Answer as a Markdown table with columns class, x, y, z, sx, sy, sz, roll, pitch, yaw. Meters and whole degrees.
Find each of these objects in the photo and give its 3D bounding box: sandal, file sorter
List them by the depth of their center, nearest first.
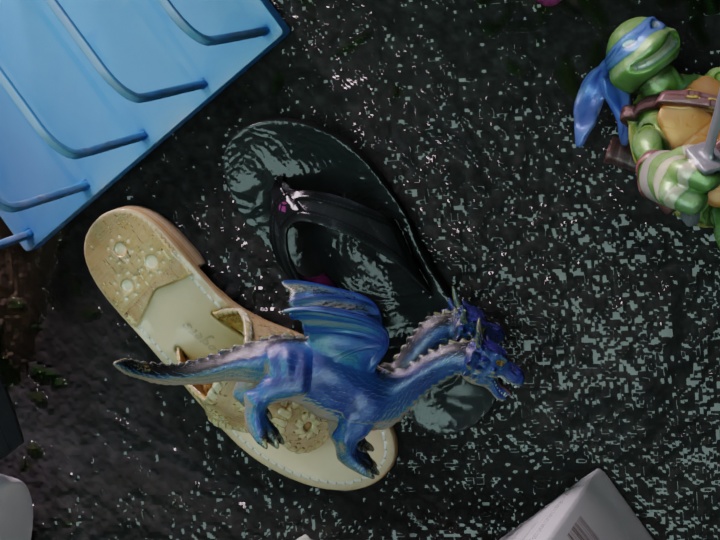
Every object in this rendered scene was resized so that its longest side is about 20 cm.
| class | x | y | z | sx | sy | sz | roll | pitch | yaw |
| --- | --- | --- | --- | --- | --- | --- | --- | --- | --- |
| file sorter | -0.168 | -0.116 | 1.038 | 0.199 | 0.123 | 0.139 | -38 | 87 | 20 |
| sandal | 0.001 | 0.000 | 1.045 | 0.075 | 0.048 | 0.201 | -41 | 87 | 19 |
| sandal | -0.077 | 0.051 | 1.066 | 0.212 | 0.070 | 0.078 | 43 | 109 | 6 |

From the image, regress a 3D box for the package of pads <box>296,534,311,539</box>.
| class | x | y | z | sx | sy | sz | roll | pitch | yaw |
| --- | --- | --- | --- | --- | --- | --- | --- | --- | --- |
| package of pads | -0.039 | 0.245 | 0.890 | 0.154 | 0.068 | 0.200 | 44 | 109 | 11 |

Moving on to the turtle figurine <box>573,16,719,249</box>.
| class | x | y | z | sx | sy | sz | roll | pitch | yaw |
| --- | --- | --- | --- | --- | --- | --- | --- | --- | --- |
| turtle figurine | 0.203 | -0.048 | 0.920 | 0.199 | 0.144 | 0.195 | -30 | 98 | 31 |

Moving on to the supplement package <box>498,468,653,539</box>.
| class | x | y | z | sx | sy | sz | roll | pitch | yaw |
| --- | --- | --- | --- | --- | --- | --- | --- | --- | --- |
| supplement package | 0.067 | 0.231 | 0.990 | 0.199 | 0.191 | 0.148 | -38 | 86 | 19 |

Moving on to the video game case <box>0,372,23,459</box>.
| class | x | y | z | sx | sy | sz | roll | pitch | yaw |
| --- | --- | --- | --- | --- | --- | --- | --- | --- | --- |
| video game case | -0.254 | -0.012 | 1.035 | 0.025 | 0.201 | 0.181 | -36 | 60 | -20 |

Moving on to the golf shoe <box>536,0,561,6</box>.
| class | x | y | z | sx | sy | sz | roll | pitch | yaw |
| --- | --- | --- | --- | --- | --- | --- | --- | --- | --- |
| golf shoe | 0.055 | -0.223 | 0.969 | 0.091 | 0.075 | 0.201 | -37 | 78 | 9 |

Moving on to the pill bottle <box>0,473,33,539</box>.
| class | x | y | z | sx | sy | sz | roll | pitch | yaw |
| --- | --- | --- | --- | --- | --- | --- | --- | --- | --- |
| pill bottle | -0.295 | 0.138 | 1.127 | 0.198 | 0.114 | 0.116 | 14 | 104 | 14 |

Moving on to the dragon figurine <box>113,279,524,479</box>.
| class | x | y | z | sx | sy | sz | roll | pitch | yaw |
| --- | --- | --- | --- | --- | --- | --- | --- | --- | --- |
| dragon figurine | -0.019 | 0.040 | 1.003 | 0.198 | 0.059 | 0.100 | 19 | 103 | -9 |
